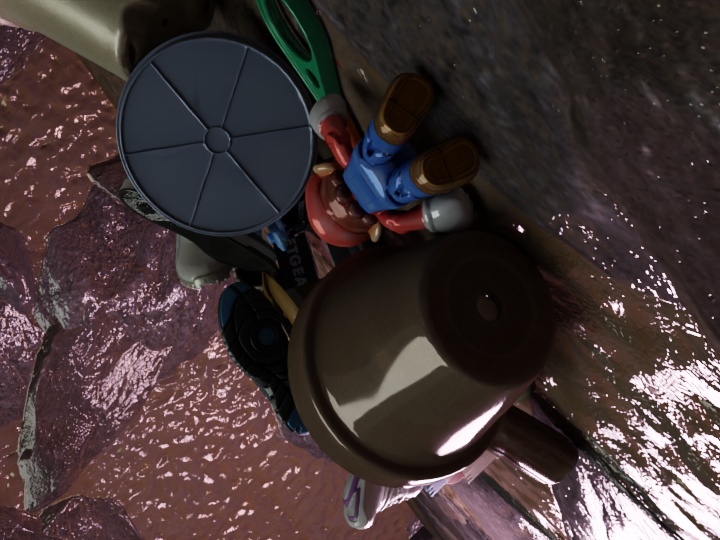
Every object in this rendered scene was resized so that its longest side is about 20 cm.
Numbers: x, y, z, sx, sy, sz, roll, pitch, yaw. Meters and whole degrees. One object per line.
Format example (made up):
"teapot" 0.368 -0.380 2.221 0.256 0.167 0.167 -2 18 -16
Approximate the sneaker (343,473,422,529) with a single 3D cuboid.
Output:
"sneaker" 0.037 0.260 0.975 0.098 0.076 0.200 27 -157 3

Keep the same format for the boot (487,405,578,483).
"boot" 0.114 0.165 0.803 0.198 0.065 0.186 28 160 -4

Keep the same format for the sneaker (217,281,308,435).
"sneaker" -0.115 0.106 0.934 0.202 0.072 0.082 63 169 -11

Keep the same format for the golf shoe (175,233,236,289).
"golf shoe" -0.205 -0.057 0.955 0.201 0.077 0.098 -116 10 -53

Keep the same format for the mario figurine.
"mario figurine" 0.023 -0.086 0.594 0.200 0.104 0.126 158 109 -68

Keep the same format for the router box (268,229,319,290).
"router box" -0.084 0.022 1.145 0.158 0.051 0.203 79 174 -67

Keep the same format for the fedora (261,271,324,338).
"fedora" -0.048 0.067 0.944 0.202 0.081 0.201 56 166 20

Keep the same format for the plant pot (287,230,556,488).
"plant pot" 0.058 0.057 0.600 0.201 0.200 0.175 50 150 2

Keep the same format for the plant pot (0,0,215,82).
"plant pot" -0.250 -0.285 0.755 0.182 0.201 0.201 37 166 12

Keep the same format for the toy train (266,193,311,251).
"toy train" -0.095 -0.100 0.937 0.115 0.086 0.200 59 172 6

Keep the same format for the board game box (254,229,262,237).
"board game box" -0.181 -0.143 1.005 0.200 0.041 0.203 -120 9 -77

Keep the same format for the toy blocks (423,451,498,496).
"toy blocks" 0.107 0.209 0.944 0.100 0.136 0.201 40 165 40

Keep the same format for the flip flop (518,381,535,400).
"flip flop" 0.094 0.072 0.773 0.200 0.057 0.082 41 165 46

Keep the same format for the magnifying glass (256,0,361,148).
"magnifying glass" -0.033 -0.161 0.660 0.079 0.022 0.202 37 159 51

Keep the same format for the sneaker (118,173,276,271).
"sneaker" -0.164 -0.089 0.868 0.083 0.123 0.199 -9 147 46

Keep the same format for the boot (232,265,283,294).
"boot" -0.148 0.004 1.117 0.155 0.072 0.205 83 170 -48

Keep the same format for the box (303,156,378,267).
"box" 0.000 0.000 0.834 0.201 0.050 0.159 71 177 -57

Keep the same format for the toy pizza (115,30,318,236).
"toy pizza" -0.139 -0.132 0.760 0.202 0.198 0.032 55 -169 -21
